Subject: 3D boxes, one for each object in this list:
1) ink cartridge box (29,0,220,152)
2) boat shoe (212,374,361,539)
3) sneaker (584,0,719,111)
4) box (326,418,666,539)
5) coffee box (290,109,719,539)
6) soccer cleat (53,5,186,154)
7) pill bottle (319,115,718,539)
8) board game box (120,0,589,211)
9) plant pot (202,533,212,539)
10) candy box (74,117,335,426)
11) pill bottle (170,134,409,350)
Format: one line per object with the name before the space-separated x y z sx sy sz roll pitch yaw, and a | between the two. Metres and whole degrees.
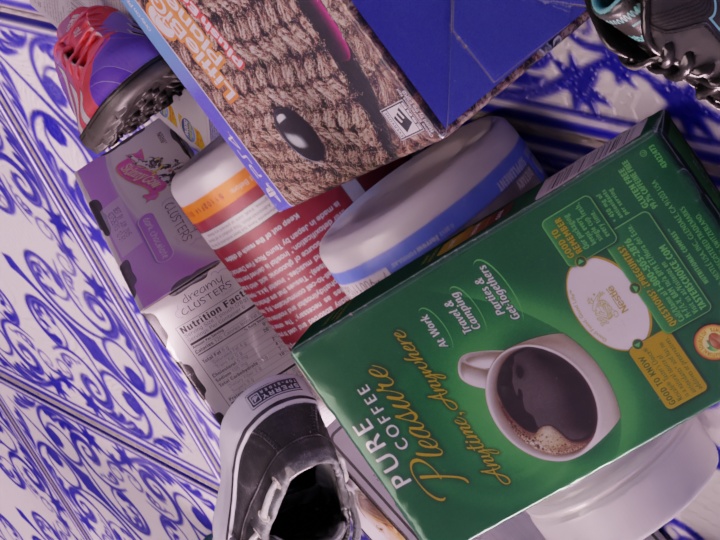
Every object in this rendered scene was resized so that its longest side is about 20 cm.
ink cartridge box | -0.121 -0.142 1.235 0.200 0.042 0.119 44 157 21
boat shoe | -0.034 0.136 1.163 0.068 0.073 0.200 55 155 30
sneaker | 0.128 -0.091 0.793 0.200 0.079 0.075 53 158 -12
box | 0.076 0.137 1.210 0.200 0.117 0.060 47 160 4
coffee box | 0.082 0.030 0.951 0.123 0.200 0.044 53 -159 -9
soccer cleat | -0.135 -0.108 1.136 0.073 0.068 0.200 54 176 -6
pill bottle | 0.080 0.036 1.040 0.200 0.114 0.114 54 158 -10
board game box | -0.016 -0.131 0.976 0.160 0.097 0.200 53 158 -7
plant pot | -0.137 0.368 1.887 0.200 0.188 0.200 40 156 23
candy box | -0.077 0.030 1.287 0.200 0.071 0.168 58 179 -36
pill bottle | 0.000 0.000 1.134 0.200 0.113 0.113 53 158 -7
